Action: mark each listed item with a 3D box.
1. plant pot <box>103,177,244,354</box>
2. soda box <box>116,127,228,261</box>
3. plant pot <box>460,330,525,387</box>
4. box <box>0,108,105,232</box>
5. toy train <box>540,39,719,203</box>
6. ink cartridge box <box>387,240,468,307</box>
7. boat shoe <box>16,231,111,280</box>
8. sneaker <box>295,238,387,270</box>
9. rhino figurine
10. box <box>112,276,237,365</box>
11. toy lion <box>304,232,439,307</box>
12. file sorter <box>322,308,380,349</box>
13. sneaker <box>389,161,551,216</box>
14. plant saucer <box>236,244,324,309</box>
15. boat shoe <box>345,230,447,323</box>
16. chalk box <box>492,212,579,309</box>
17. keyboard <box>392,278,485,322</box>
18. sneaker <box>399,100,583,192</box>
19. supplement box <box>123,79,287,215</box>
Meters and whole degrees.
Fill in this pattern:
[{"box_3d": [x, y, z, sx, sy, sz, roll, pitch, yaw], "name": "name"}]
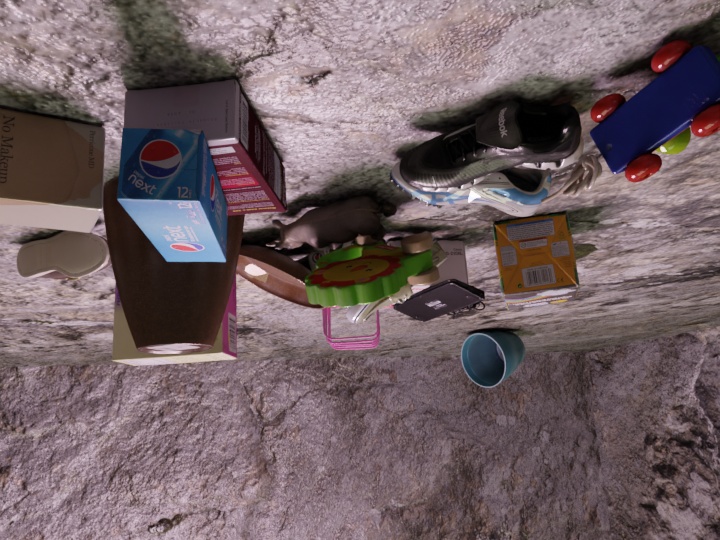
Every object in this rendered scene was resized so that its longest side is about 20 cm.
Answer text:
[{"box_3d": [-0.239, 0.002, 0.805, 0.184, 0.203, 0.187, -3, 167, -1], "name": "plant pot"}, {"box_3d": [-0.170, -0.063, 0.594, 0.067, 0.065, 0.200, 0, 166, -6], "name": "soda box"}, {"box_3d": [0.510, 0.312, 2.321, 0.187, 0.202, 0.199, -12, 175, -41], "name": "plant pot"}, {"box_3d": [-0.354, -0.099, 0.594, 0.198, 0.096, 0.078, 3, 164, -32], "name": "box"}, {"box_3d": [0.280, -0.130, 0.615, 0.115, 0.085, 0.200, -10, 159, -38], "name": "toy train"}, {"box_3d": [0.097, 0.011, 1.174, 0.143, 0.085, 0.200, -1, 166, -15], "name": "ink cartridge box"}, {"box_3d": [-0.437, -0.019, 0.948, 0.198, 0.073, 0.059, -7, 172, 28], "name": "boat shoe"}, {"box_3d": [-0.040, -0.012, 1.068, 0.088, 0.075, 0.199, 7, 163, -43], "name": "sneaker"}, {"box_3d": [-0.052, -0.062, 0.889, 0.198, 0.061, 0.087, -12, 170, 22], "name": "rhino figurine"}, {"box_3d": [-0.330, 0.074, 1.123, 0.197, 0.178, 0.097, -4, 166, 2], "name": "box"}, {"box_3d": [0.000, 0.000, 0.887, 0.190, 0.069, 0.199, -21, -161, -28], "name": "toy lion"}, {"box_3d": [-0.019, 0.116, 1.484, 0.137, 0.127, 0.200, -4, 166, 2], "name": "file sorter"}, {"box_3d": [0.133, -0.113, 0.748, 0.197, 0.072, 0.073, 6, 131, -11], "name": "sneaker"}, {"box_3d": [-0.142, 0.006, 1.071, 0.198, 0.037, 0.201, 23, 163, 7], "name": "plant saucer"}, {"box_3d": [0.061, 0.020, 1.023, 0.200, 0.062, 0.072, -44, 172, -5], "name": "boat shoe"}, {"box_3d": [0.304, -0.007, 1.082, 0.123, 0.126, 0.200, -8, 167, 14], "name": "chalk box"}, {"box_3d": [0.148, 0.050, 1.130, 0.103, 0.040, 0.200, 27, 154, -20], "name": "keyboard"}, {"box_3d": [0.135, -0.135, 0.645, 0.197, 0.067, 0.091, -10, 163, 8], "name": "sneaker"}, {"box_3d": [-0.150, -0.115, 0.646, 0.107, 0.062, 0.200, -4, 165, 5], "name": "supplement box"}]
